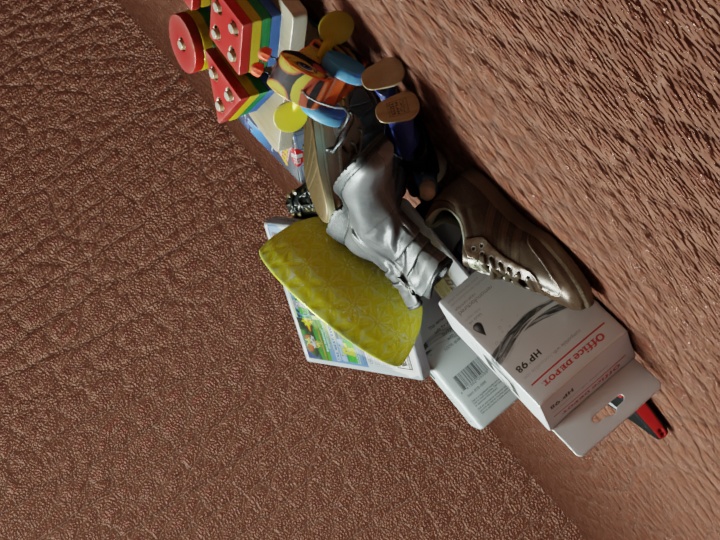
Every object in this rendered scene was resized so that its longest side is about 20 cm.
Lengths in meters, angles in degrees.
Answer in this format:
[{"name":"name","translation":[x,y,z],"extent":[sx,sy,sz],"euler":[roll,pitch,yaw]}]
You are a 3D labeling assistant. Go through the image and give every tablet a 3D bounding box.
[{"name":"tablet","translation":[0.101,0.018,1.614],"extent":[0.200,0.014,0.130],"euler":[51,167,14]}]

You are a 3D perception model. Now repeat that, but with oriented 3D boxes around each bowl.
[{"name":"bowl","translation":[0.000,0.000,1.610],"extent":[0.200,0.108,0.200],"euler":[39,-172,-6]}]

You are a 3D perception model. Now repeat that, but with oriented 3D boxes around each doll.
[{"name":"doll","translation":[0.050,-0.132,1.496],"extent":[0.200,0.048,0.137],"euler":[55,-167,-68]}]

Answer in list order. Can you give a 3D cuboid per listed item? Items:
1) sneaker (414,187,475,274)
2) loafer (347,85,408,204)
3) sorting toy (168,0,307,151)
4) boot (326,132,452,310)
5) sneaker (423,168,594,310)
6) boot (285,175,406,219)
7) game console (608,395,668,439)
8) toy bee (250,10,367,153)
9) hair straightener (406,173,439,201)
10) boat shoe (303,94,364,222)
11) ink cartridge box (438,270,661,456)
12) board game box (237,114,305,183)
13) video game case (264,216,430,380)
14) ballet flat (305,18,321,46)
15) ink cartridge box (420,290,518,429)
[{"name":"sneaker","translation":[0.112,-0.032,1.662],"extent":[0.115,0.080,0.200],"euler":[52,170,20]},{"name":"loafer","translation":[0.019,-0.120,1.619],"extent":[0.063,0.072,0.200],"euler":[51,-162,-44]},{"name":"sorting toy","translation":[-0.143,-0.257,1.623],"extent":[0.200,0.069,0.199],"euler":[54,151,31]},{"name":"boot","translation":[0.040,-0.045,1.453],"extent":[0.132,0.070,0.200],"euler":[43,163,12]},{"name":"sneaker","translation":[0.142,-0.014,1.440],"extent":[0.200,0.075,0.070],"euler":[47,175,36]},{"name":"boot","translation":[-0.047,-0.086,1.716],"extent":[0.200,0.138,0.078],"euler":[2,-106,-63]},{"name":"game console","translation":[0.248,0.094,1.649],"extent":[0.177,0.031,0.200],"euler":[47,178,-22]},{"name":"toy bee","translation":[-0.049,-0.197,1.463],"extent":[0.109,0.131,0.200],"euler":[27,-178,-7]},{"name":"hair straightener","translation":[0.076,-0.084,1.736],"extent":[0.077,0.041,0.200],"euler":[48,175,18]},{"name":"boat shoe","translation":[-0.026,-0.146,1.569],"extent":[0.071,0.064,0.201],"euler":[115,151,-66]},{"name":"ink cartridge box","translation":[0.186,0.071,1.462],"extent":[0.200,0.116,0.067],"euler":[46,173,32]},{"name":"board game box","translation":[-0.090,-0.216,1.801],"extent":[0.200,0.062,0.200],"euler":[54,151,26]},{"name":"video game case","translation":[-0.016,0.032,1.767],"extent":[0.182,0.022,0.200],"euler":[7,125,37]},{"name":"ballet flat","translation":[-0.105,-0.286,1.680],"extent":[0.200,0.069,0.069],"euler":[47,175,35]},{"name":"ink cartridge box","translation":[0.131,0.069,1.805],"extent":[0.200,0.147,0.083],"euler":[51,175,-3]}]
